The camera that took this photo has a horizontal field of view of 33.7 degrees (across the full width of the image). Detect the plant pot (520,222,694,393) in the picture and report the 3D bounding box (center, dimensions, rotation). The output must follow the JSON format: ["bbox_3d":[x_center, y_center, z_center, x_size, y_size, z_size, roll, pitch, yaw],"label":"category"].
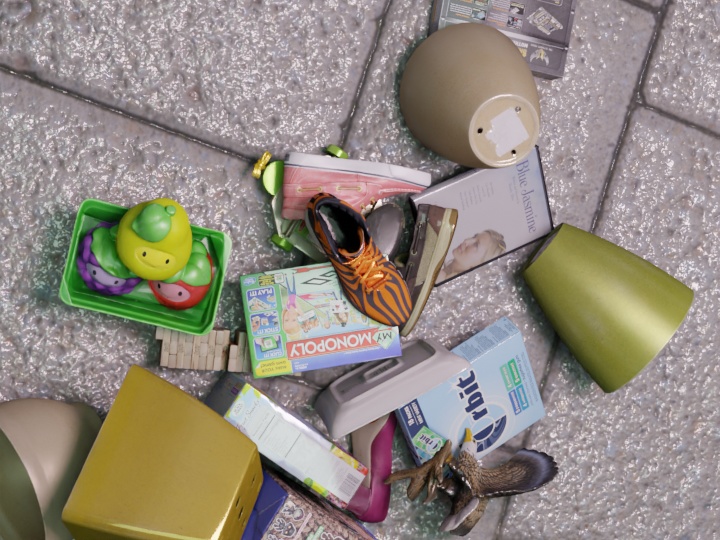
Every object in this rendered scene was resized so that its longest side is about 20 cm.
[{"bbox_3d":[0.327,0.033,1.658,0.199,0.187,0.188,40,83,0],"label":"plant pot"}]

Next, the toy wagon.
[{"bbox_3d":[-0.060,-0.092,1.611,0.199,0.040,0.156,34,84,-13],"label":"toy wagon"}]

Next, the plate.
[{"bbox_3d":[0.033,0.143,1.557,0.198,0.200,0.033,-28,99,-5],"label":"plate"}]

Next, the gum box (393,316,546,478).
[{"bbox_3d":[0.149,0.184,1.639,0.198,0.045,0.171,-30,128,-10],"label":"gum box"}]

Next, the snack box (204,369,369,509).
[{"bbox_3d":[-0.100,0.216,1.551,0.199,0.168,0.068,36,83,-14],"label":"snack box"}]

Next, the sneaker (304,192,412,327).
[{"bbox_3d":[-0.002,-0.007,1.485,0.077,0.112,0.201,-40,98,-3],"label":"sneaker"}]

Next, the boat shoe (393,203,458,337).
[{"bbox_3d":[0.075,-0.004,1.614,0.064,0.073,0.202,21,116,2],"label":"boat shoe"}]

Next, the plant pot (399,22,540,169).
[{"bbox_3d":[0.162,-0.210,1.552,0.184,0.200,0.190,-4,112,-10],"label":"plant pot"}]

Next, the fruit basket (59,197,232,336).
[{"bbox_3d":[-0.263,-0.013,1.483,0.212,0.215,0.158,14,90,-14],"label":"fruit basket"}]

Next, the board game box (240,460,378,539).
[{"bbox_3d":[-0.069,0.352,1.554,0.199,0.159,0.098,37,84,-25],"label":"board game box"}]

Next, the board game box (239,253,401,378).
[{"bbox_3d":[-0.052,0.059,1.556,0.196,0.029,0.137,-9,91,-4],"label":"board game box"}]

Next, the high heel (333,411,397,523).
[{"bbox_3d":[0.029,0.247,1.655,0.096,0.067,0.202,30,81,-42],"label":"high heel"}]

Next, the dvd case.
[{"bbox_3d":[0.171,-0.076,1.654,0.198,0.018,0.144,-24,120,-11],"label":"dvd case"}]

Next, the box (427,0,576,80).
[{"bbox_3d":[0.200,-0.365,1.656,0.197,0.048,0.161,9,92,-14],"label":"box"}]

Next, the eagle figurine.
[{"bbox_3d":[0.159,0.287,1.599,0.199,0.151,0.153,28,82,-34],"label":"eagle figurine"}]

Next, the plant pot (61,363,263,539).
[{"bbox_3d":[-0.223,0.266,1.441,0.174,0.201,0.202,18,62,8],"label":"plant pot"}]

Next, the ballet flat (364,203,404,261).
[{"bbox_3d":[0.000,0.000,1.603,0.066,0.057,0.202,27,89,3],"label":"ballet flat"}]

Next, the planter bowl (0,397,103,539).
[{"bbox_3d":[-0.387,0.243,1.484,0.134,0.199,0.203,-24,99,-38],"label":"planter bowl"}]

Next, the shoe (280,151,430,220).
[{"bbox_3d":[-0.008,-0.099,1.571,0.196,0.071,0.093,6,93,-9],"label":"shoe"}]

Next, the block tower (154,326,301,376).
[{"bbox_3d":[-0.177,0.105,1.585,0.197,0.054,0.059,7,91,-14],"label":"block tower"}]
